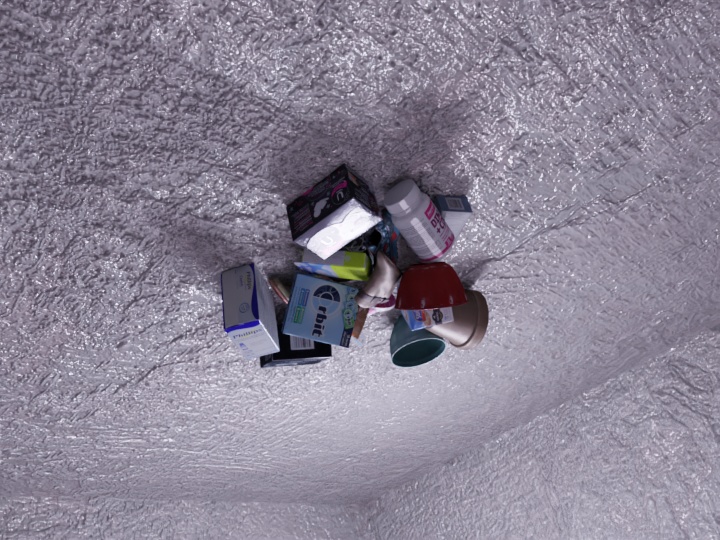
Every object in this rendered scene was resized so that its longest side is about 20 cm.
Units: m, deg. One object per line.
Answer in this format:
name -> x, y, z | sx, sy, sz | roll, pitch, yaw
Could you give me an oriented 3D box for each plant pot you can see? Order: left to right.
plant pot -> 0.185, 0.229, 2.111 | 0.196, 0.136, 0.202 | -11, 147, -7
plant pot -> 0.295, 0.148, 1.998 | 0.171, 0.203, 0.201 | 13, 138, -23

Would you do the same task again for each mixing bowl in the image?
mixing bowl -> 0.182, 0.036, 1.604 | 0.195, 0.111, 0.200 | -5, -176, 0

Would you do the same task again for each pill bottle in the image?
pill bottle -> 0.149, -0.126, 1.556 | 0.112, 0.114, 0.201 | -28, 121, 20

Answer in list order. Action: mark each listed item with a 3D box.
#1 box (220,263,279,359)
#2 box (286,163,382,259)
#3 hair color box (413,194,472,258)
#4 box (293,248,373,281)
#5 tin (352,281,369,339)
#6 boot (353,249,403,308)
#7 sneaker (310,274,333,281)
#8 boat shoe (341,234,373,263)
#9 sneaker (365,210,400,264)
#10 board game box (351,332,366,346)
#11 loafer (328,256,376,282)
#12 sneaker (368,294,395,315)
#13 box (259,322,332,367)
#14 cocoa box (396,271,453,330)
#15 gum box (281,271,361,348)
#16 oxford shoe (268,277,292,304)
box -> -0.309, 0.118, 1.712 | 0.103, 0.187, 0.201 | -14, 146, 2
box -> -0.065, -0.138, 1.500 | 0.198, 0.116, 0.131 | -32, 143, 24
hair color box -> 0.222, -0.118, 1.693 | 0.097, 0.062, 0.201 | 0, 143, -21
box -> -0.071, -0.016, 1.663 | 0.196, 0.049, 0.122 | 6, 164, 13
tin -> 0.011, 0.102, 1.812 | 0.041, 0.204, 0.112 | 20, 171, -6
boot -> 0.041, 0.034, 1.634 | 0.146, 0.071, 0.200 | -41, 148, 3
sneaker -> -0.120, 0.097, 1.792 | 0.103, 0.075, 0.205 | 2, 104, -38
boat shoe -> -0.019, -0.072, 1.655 | 0.072, 0.069, 0.200 | -23, 146, 11
sneaker -> 0.049, -0.072, 1.651 | 0.094, 0.079, 0.203 | -17, 132, -25
board game box -> -0.071, 0.166, 1.936 | 0.133, 0.035, 0.201 | 21, 161, 29
loafer -> 0.000, 0.000, 1.762 | 0.196, 0.074, 0.072 | -11, 147, -5
sneaker -> 0.014, 0.105, 1.926 | 0.195, 0.083, 0.089 | -2, 149, -8
box -> -0.209, 0.235, 1.927 | 0.193, 0.120, 0.200 | 0, 167, -21
cocoa box -> 0.184, 0.077, 1.809 | 0.128, 0.200, 0.136 | -12, 102, -2
gum box -> -0.108, 0.112, 1.721 | 0.196, 0.174, 0.045 | 14, -178, -14
oxford shoe -> -0.199, 0.066, 1.805 | 0.074, 0.071, 0.200 | -46, 141, -2
